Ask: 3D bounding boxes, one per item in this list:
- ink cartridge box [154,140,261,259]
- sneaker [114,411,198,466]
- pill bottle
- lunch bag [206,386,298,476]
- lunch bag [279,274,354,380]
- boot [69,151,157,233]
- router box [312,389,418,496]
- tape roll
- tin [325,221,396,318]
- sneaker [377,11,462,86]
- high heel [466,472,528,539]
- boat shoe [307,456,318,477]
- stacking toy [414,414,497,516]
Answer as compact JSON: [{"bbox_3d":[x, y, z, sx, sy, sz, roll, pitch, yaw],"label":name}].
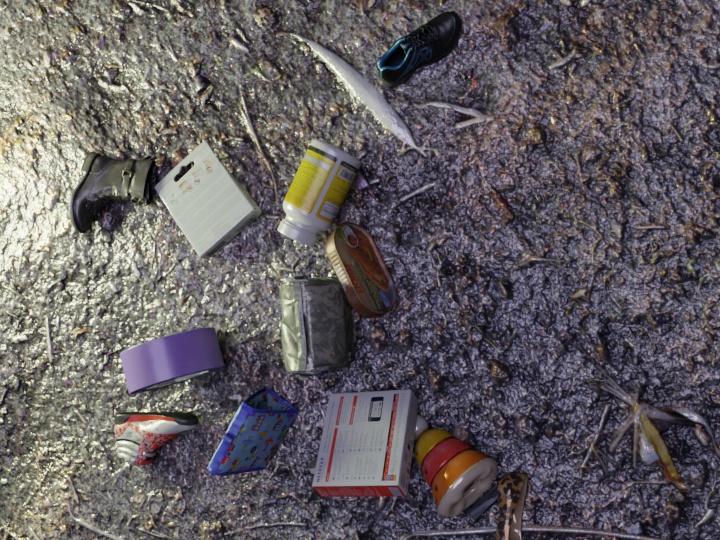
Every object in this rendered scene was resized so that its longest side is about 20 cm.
[{"bbox_3d":[-0.330,-0.151,1.796,0.160,0.047,0.201,-40,73,10],"label":"ink cartridge box"},{"bbox_3d":[-0.435,0.360,1.785,0.199,0.067,0.109,-2,88,18],"label":"sneaker"},{"bbox_3d":[-0.089,-0.154,1.692,0.112,0.112,0.202,27,94,14],"label":"pill bottle"},{"bbox_3d":[-0.224,0.326,1.659,0.094,0.200,0.151,32,95,13],"label":"lunch bag"},{"bbox_3d":[-0.095,0.111,1.652,0.138,0.168,0.202,-6,86,15],"label":"lunch bag"},{"bbox_3d":[-0.539,-0.167,1.836,0.172,0.069,0.202,12,88,16],"label":"boot"},{"bbox_3d":[0.012,0.331,1.610,0.178,0.049,0.202,-6,51,23],"label":"router box"},{"bbox_3d":[-0.384,0.185,1.710,0.198,0.200,0.086,-19,83,13],"label":"tape roll"},{"bbox_3d":[0.000,0.000,1.663,0.042,0.111,0.202,-32,78,39],"label":"tin"},{"bbox_3d":[0.119,-0.445,1.667,0.200,0.082,0.073,-39,77,9],"label":"sneaker"},{"bbox_3d":[0.309,0.489,1.573,0.143,0.071,0.200,-45,69,15],"label":"high heel"},{"bbox_3d":[-0.003,0.382,1.668,0.199,0.072,0.061,-20,100,11],"label":"boat shoe"},{"bbox_3d":[0.153,0.358,1.615,0.146,0.146,0.200,-50,58,8],"label":"stacking toy"}]
